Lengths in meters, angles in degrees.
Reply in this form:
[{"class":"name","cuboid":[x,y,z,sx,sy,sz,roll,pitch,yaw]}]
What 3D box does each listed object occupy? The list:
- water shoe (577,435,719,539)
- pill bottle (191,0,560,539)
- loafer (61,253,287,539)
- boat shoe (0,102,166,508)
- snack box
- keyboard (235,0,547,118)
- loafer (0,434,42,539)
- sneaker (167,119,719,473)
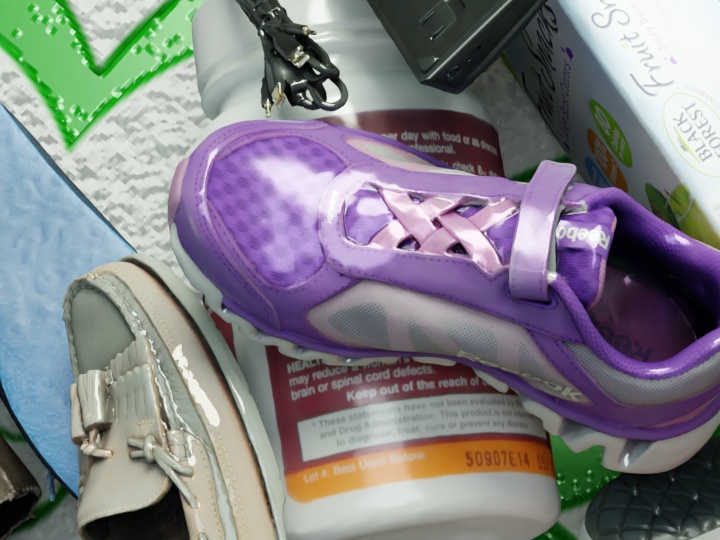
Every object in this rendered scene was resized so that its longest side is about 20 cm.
[{"class":"water shoe","cuboid":[0.166,0.091,0.880,0.198,0.072,0.079,-12,118,-15]},{"class":"pill bottle","cuboid":[0.000,0.000,0.886,0.113,0.114,0.202,-9,75,2]},{"class":"loafer","cuboid":[-0.059,0.087,0.811,0.063,0.072,0.201,-12,69,-33]},{"class":"boat shoe","cuboid":[-0.107,0.010,0.917,0.084,0.069,0.201,-26,73,-8]},{"class":"snack box","cuboid":[0.101,-0.059,0.878,0.053,0.142,0.201,-31,75,-6]},{"class":"keyboard","cuboid":[-0.002,-0.125,0.840,0.127,0.021,0.201,-43,45,15]},{"class":"loafer","cuboid":[-0.181,0.132,0.883,0.071,0.073,0.201,29,79,12]},{"class":"sneaker","cuboid":[0.039,-0.004,0.789,0.199,0.088,0.081,20,69,-10]}]
